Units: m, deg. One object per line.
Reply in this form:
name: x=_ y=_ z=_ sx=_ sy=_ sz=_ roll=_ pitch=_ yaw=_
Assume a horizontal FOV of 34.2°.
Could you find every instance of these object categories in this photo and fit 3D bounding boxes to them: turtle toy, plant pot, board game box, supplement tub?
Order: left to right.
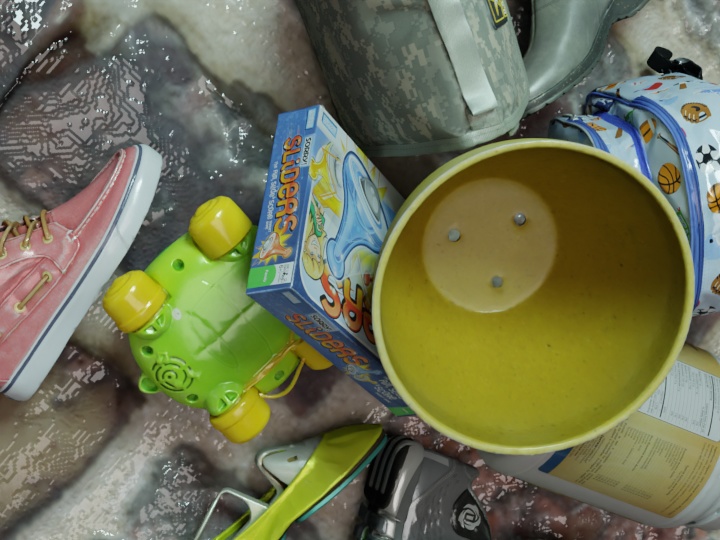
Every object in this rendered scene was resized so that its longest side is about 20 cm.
turtle toy: x=-0.081 y=0.014 z=0.824 sx=0.200 sy=0.101 sz=0.146 roll=-42 pitch=108 yaw=-7
board game box: x=0.000 y=0.000 z=0.797 sx=0.200 sy=0.034 sz=0.136 roll=43 pitch=46 yaw=-49
plant pot: x=0.099 y=0.001 z=0.774 sx=0.199 sy=0.142 sz=0.201 roll=-2 pitch=106 yaw=-6
supplement tub: x=0.200 y=0.112 z=0.898 sx=0.200 sy=0.145 sz=0.145 roll=22 pitch=92 yaw=-18

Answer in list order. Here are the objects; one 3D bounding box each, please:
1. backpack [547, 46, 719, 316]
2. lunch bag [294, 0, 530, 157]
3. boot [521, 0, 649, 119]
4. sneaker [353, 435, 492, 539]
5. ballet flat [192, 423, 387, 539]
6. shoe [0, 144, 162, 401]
backpack: x=0.226 y=-0.053 z=0.856 sx=0.154 sy=0.190 sz=0.201 roll=-17 pitch=104 yaw=-13
lunch bag: x=0.036 y=-0.166 z=0.778 sx=0.117 sy=0.200 sz=0.164 roll=-24 pitch=104 yaw=-11
boot: x=0.132 y=-0.211 z=0.867 sx=0.131 sy=0.068 sz=0.200 roll=46 pitch=69 yaw=-14
sneaker: x=0.045 y=0.237 z=0.912 sx=0.115 sy=0.075 sz=0.201 roll=19 pitch=92 yaw=-20
ballet flat: x=-0.068 y=0.174 z=0.876 sx=0.067 sy=0.067 sz=0.200 roll=44 pitch=86 yaw=-4
shoe: x=-0.220 y=-0.013 z=0.795 sx=0.091 sy=0.071 sz=0.200 roll=31 pitch=94 yaw=-24
